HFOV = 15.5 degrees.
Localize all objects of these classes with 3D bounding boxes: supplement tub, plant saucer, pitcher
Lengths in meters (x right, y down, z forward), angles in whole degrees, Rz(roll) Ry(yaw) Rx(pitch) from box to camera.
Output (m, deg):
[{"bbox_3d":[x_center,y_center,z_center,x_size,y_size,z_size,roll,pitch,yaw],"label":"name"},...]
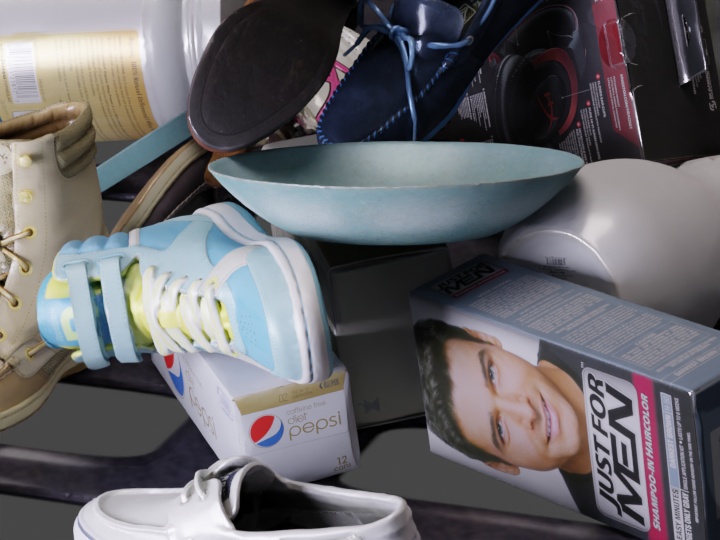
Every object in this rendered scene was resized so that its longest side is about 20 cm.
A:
[{"bbox_3d":[-0.179,-0.164,1.885,0.199,0.145,0.145,-2,25,12],"label":"supplement tub"},{"bbox_3d":[0.019,-0.040,1.404,0.200,0.039,0.201,0,9,0],"label":"plant saucer"},{"bbox_3d":[0.139,-0.006,1.496,0.171,0.122,0.200,-5,11,35],"label":"pitcher"},{"bbox_3d":[-0.133,-0.084,1.737,0.070,0.019,0.200,-36,7,-38],"label":"plant saucer"}]

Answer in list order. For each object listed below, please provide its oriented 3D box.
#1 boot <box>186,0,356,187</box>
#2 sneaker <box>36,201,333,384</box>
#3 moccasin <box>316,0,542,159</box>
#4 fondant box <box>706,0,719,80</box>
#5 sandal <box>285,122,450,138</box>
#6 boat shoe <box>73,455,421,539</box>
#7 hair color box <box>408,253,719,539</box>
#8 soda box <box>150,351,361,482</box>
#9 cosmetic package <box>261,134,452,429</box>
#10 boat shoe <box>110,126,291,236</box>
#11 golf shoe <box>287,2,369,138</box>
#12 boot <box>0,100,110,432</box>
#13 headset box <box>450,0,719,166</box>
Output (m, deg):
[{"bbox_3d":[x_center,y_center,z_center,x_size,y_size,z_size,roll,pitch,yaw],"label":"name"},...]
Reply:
[{"bbox_3d":[-0.068,-0.106,1.552,0.068,0.200,0.189,26,59,-7],"label":"boot"},{"bbox_3d":[-0.096,0.025,1.379,0.130,0.080,0.200,-14,15,-16],"label":"sneaker"},{"bbox_3d":[0.039,-0.146,1.530,0.080,0.068,0.200,29,75,32],"label":"moccasin"},{"bbox_3d":[0.206,-0.157,1.755,0.058,0.145,0.200,-3,25,11],"label":"fondant box"},{"bbox_3d":[0.032,-0.118,1.835,0.200,0.055,0.082,-17,48,17],"label":"sandal"},{"bbox_3d":[-0.057,0.124,1.313,0.200,0.066,0.074,5,27,25],"label":"boat shoe"},{"bbox_3d":[0.117,0.067,1.344,0.061,0.099,0.200,-26,30,-34],"label":"hair color box"},{"bbox_3d":[-0.066,0.051,1.478,0.068,0.064,0.200,-15,26,-15],"label":"soda box"},{"bbox_3d":[0.000,0.000,1.524,0.071,0.105,0.200,-11,26,-9],"label":"cosmetic package"},{"bbox_3d":[-0.093,-0.052,1.707,0.065,0.072,0.200,43,33,1],"label":"boat shoe"},{"bbox_3d":[-0.012,-0.121,1.770,0.092,0.073,0.200,-28,44,0],"label":"golf shoe"},{"bbox_3d":[-0.208,0.000,1.520,0.073,0.156,0.200,10,30,34],"label":"boot"},{"bbox_3d":[0.138,-0.126,1.614,0.075,0.149,0.200,-7,-4,-35],"label":"headset box"}]
